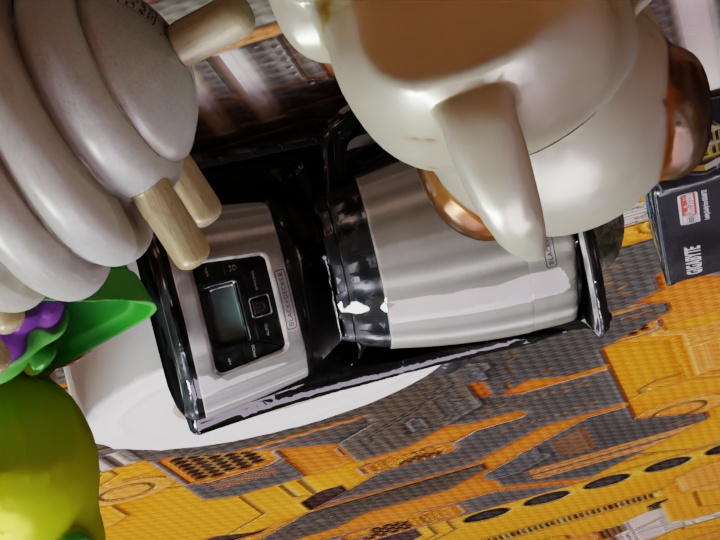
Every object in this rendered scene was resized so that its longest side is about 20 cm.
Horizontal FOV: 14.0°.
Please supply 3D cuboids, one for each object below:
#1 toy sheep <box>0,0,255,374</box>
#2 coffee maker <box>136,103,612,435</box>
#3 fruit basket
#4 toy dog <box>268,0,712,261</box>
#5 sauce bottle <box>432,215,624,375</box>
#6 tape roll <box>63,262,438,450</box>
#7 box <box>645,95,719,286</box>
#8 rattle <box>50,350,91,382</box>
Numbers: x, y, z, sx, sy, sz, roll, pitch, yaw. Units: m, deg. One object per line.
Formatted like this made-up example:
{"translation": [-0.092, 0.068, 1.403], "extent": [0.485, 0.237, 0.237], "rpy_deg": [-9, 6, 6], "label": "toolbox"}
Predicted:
{"translation": [-0.124, -0.046, 1.092], "extent": [0.200, 0.138, 0.138], "rpy_deg": [-29, 162, 8], "label": "toy sheep"}
{"translation": [0.000, 0.000, 1.352], "extent": [0.200, 0.135, 0.192], "rpy_deg": [-13, 165, -3], "label": "coffee maker"}
{"translation": [-0.186, 0.058, 1.265], "extent": [0.215, 0.216, 0.155], "rpy_deg": [-26, 161, 35], "label": "fruit basket"}
{"translation": [0.059, -0.083, 1.033], "extent": [0.139, 0.194, 0.200], "rpy_deg": [-29, 156, 7], "label": "toy dog"}
{"translation": [0.076, 0.008, 1.574], "extent": [0.065, 0.065, 0.200], "rpy_deg": [-8, 161, -22], "label": "sauce bottle"}
{"translation": [-0.054, 0.030, 1.524], "extent": [0.202, 0.071, 0.202], "rpy_deg": [-14, 165, -4], "label": "tape roll"}
{"translation": [0.246, -0.058, 1.532], "extent": [0.198, 0.050, 0.200], "rpy_deg": [-16, 164, 3], "label": "box"}
{"translation": [-0.200, 0.053, 1.393], "extent": [0.143, 0.130, 0.200], "rpy_deg": [10, 170, -4], "label": "rattle"}
